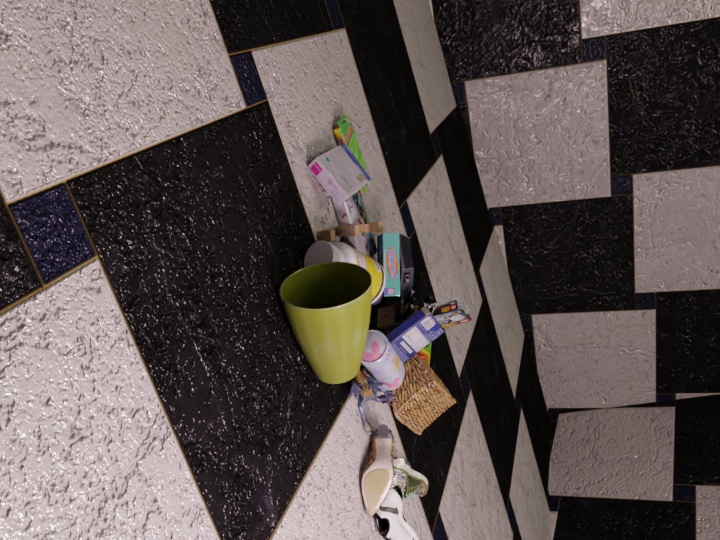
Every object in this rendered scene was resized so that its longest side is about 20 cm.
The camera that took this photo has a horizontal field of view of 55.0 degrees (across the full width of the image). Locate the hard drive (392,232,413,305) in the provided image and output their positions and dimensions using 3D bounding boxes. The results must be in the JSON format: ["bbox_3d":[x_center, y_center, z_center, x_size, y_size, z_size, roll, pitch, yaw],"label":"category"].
[{"bbox_3d":[0.110,0.011,1.845,0.202,0.041,0.137,95,-7,-52],"label":"hard drive"}]

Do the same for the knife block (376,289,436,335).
[{"bbox_3d":[0.138,0.135,1.824,0.201,0.172,0.065,55,31,-44],"label":"knife block"}]

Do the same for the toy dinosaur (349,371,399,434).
[{"bbox_3d":[0.029,0.270,1.615,0.181,0.103,0.204,43,26,-83],"label":"toy dinosaur"}]

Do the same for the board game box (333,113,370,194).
[{"bbox_3d":[-0.023,-0.311,1.849,0.096,0.029,0.204,-58,135,-61],"label":"board game box"}]

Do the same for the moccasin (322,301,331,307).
[{"bbox_3d":[-0.037,0.107,1.548,0.201,0.072,0.080,34,57,-64],"label":"moccasin"}]

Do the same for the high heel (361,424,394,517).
[{"bbox_3d":[0.044,0.462,1.600,0.143,0.070,0.205,80,19,-72],"label":"high heel"}]

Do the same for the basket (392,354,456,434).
[{"bbox_3d":[0.147,0.331,1.901,0.143,0.148,0.200,52,5,36],"label":"basket"}]

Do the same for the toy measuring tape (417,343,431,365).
[{"bbox_3d":[0.170,0.261,2.023,0.203,0.072,0.075,88,9,-47],"label":"toy measuring tape"}]

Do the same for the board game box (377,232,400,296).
[{"bbox_3d":[0.070,-0.015,1.773,0.200,0.044,0.156,-158,-112,-88],"label":"board game box"}]

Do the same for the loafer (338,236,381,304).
[{"bbox_3d":[0.000,0.000,1.698,0.201,0.070,0.064,56,26,-38],"label":"loafer"}]

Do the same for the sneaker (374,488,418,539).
[{"bbox_3d":[0.073,0.600,1.595,0.080,0.072,0.203,-45,118,-47],"label":"sneaker"}]

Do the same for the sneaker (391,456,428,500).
[{"bbox_3d":[0.103,0.530,1.702,0.200,0.075,0.090,49,48,-42],"label":"sneaker"}]

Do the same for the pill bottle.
[{"bbox_3d":[-0.036,0.002,1.537,0.199,0.109,0.114,27,54,-52],"label":"pill bottle"}]

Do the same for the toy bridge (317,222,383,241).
[{"bbox_3d":[-0.032,-0.094,1.653,0.198,0.066,0.028,-13,102,-48],"label":"toy bridge"}]

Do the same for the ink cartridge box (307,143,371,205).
[{"bbox_3d":[-0.047,-0.237,1.684,0.120,0.042,0.200,51,28,-4],"label":"ink cartridge box"}]

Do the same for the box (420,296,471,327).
[{"bbox_3d":[0.201,0.134,1.948,0.136,0.196,0.041,31,45,-60],"label":"box"}]

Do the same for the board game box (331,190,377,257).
[{"bbox_3d":[-0.014,-0.121,1.763,0.126,0.034,0.205,-45,121,-64],"label":"board game box"}]

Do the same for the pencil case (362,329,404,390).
[{"bbox_3d":[0.045,0.213,1.630,0.201,0.088,0.085,62,34,-59],"label":"pencil case"}]

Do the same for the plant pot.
[{"bbox_3d":[-0.058,0.116,1.388,0.188,0.182,0.204,-62,150,-58],"label":"plant pot"}]

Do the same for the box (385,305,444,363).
[{"bbox_3d":[0.111,0.183,1.752,0.033,0.199,0.121,54,5,38],"label":"box"}]
